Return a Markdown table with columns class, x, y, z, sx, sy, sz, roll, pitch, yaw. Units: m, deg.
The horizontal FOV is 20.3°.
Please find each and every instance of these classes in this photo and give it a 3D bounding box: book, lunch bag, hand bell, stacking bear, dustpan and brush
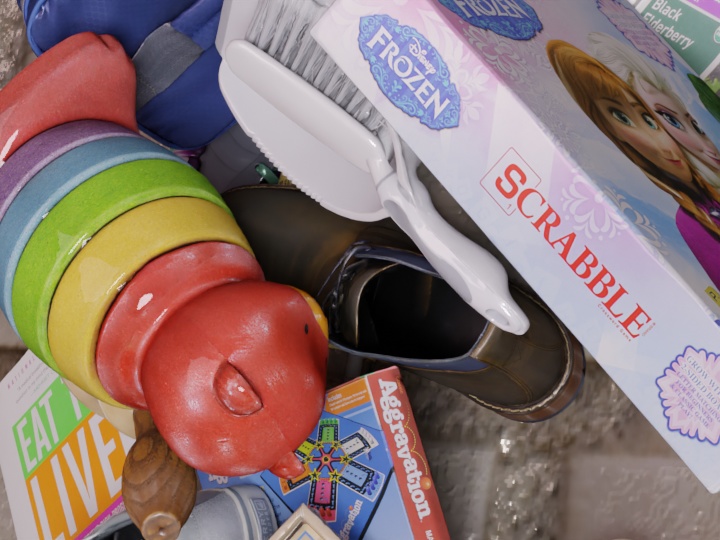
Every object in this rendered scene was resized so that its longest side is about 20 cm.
| class | x | y | z | sx | sy | sz | roll | pitch | yaw |
| --- | --- | --- | --- | --- | --- | --- | --- | --- | --- |
| book | -0.136 | 0.122 | 1.079 | 0.134 | 0.048 | 0.201 | -42 | 53 | 31 |
| lunch bag | -0.066 | -0.165 | 0.954 | 0.200 | 0.136 | 0.133 | -42 | 43 | 19 |
| hand bell | -0.091 | 0.070 | 0.910 | 0.104 | 0.104 | 0.200 | -57 | 18 | 16 |
| stacking bear | -0.085 | 0.009 | 0.849 | 0.113 | 0.122 | 0.200 | -36 | 50 | -14 |
| dustpan and brush | 0.004 | -0.053 | 0.812 | 0.200 | 0.057 | 0.140 | 40 | 151 | 12 |

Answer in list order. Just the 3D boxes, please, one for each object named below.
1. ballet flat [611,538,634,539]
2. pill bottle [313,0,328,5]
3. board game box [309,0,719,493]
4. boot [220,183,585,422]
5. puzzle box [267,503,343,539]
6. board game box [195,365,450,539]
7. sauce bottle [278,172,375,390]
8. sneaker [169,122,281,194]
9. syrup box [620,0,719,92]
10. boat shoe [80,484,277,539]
| class | x | y | z | sx | sy | sz | roll | pitch | yaw |
| --- | --- | --- | --- | --- | --- | --- | --- | --- | --- |
| ballet flat | 0.082 | 0.200 | 0.777 | 0.057 | 0.066 | 0.201 | 97 | -168 | -75 |
| pill bottle | 0.057 | -0.166 | 0.798 | 0.199 | 0.110 | 0.112 | -18 | 64 | 42 |
| board game box | 0.102 | -0.026 | 0.704 | 0.200 | 0.200 | 0.041 | 49 | 114 | 15 |
| boot | 0.000 | 0.000 | 0.879 | 0.199 | 0.097 | 0.075 | 23 | 87 | 24 |
| puzzle box | -0.046 | 0.206 | 0.792 | 0.200 | 0.025 | 0.133 | -48 | 55 | -5 |
| board game box | -0.019 | 0.112 | 0.897 | 0.200 | 0.019 | 0.104 | -28 | 79 | 61 |
| sauce bottle | -0.009 | -0.038 | 0.980 | 0.064 | 0.064 | 0.202 | -1 | 75 | 47 |
| sneaker | -0.045 | -0.071 | 1.025 | 0.087 | 0.074 | 0.201 | -12 | 67 | 39 |
| syrup box | 0.100 | -0.165 | 0.894 | 0.082 | 0.078 | 0.200 | -51 | 46 | 22 |
| boat shoe | -0.117 | 0.147 | 0.960 | 0.201 | 0.071 | 0.071 | -34 | 60 | 48 |
